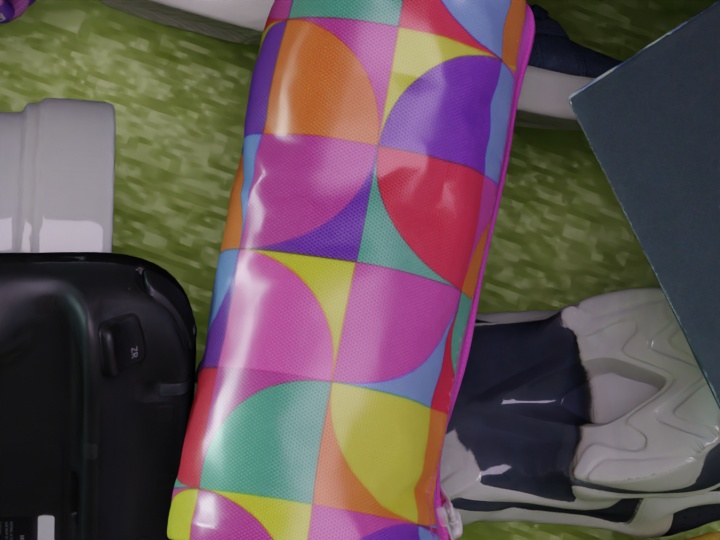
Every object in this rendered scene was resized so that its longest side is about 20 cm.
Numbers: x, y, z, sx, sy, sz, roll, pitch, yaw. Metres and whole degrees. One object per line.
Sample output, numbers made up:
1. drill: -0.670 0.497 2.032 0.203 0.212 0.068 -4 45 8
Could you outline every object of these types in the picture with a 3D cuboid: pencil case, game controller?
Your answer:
1. pencil case: 0.000 0.000 0.855 0.088 0.088 0.201 9 82 -6
2. game controller: -0.104 0.081 0.880 0.104 0.042 0.201 4 123 -1

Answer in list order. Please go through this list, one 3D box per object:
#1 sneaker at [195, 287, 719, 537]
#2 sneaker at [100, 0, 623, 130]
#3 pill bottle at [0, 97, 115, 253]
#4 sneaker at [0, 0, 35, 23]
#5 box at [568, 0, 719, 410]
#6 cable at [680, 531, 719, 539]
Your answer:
1. sneaker: 0.054 0.050 0.936 0.198 0.129 0.080 -11 71 29
2. sneaker: 0.009 -0.104 0.944 0.199 0.075 0.085 18 87 -4
3. pill bottle: -0.176 -0.010 0.892 0.199 0.116 0.117 2 84 -7
4. sneaker: -0.138 -0.116 0.903 0.199 0.080 0.089 -9 80 13
5. box: 0.176 -0.025 0.844 0.148 0.200 0.107 -32 69 18
6. cable: 0.048 0.125 0.945 0.199 0.097 0.050 0 42 11
